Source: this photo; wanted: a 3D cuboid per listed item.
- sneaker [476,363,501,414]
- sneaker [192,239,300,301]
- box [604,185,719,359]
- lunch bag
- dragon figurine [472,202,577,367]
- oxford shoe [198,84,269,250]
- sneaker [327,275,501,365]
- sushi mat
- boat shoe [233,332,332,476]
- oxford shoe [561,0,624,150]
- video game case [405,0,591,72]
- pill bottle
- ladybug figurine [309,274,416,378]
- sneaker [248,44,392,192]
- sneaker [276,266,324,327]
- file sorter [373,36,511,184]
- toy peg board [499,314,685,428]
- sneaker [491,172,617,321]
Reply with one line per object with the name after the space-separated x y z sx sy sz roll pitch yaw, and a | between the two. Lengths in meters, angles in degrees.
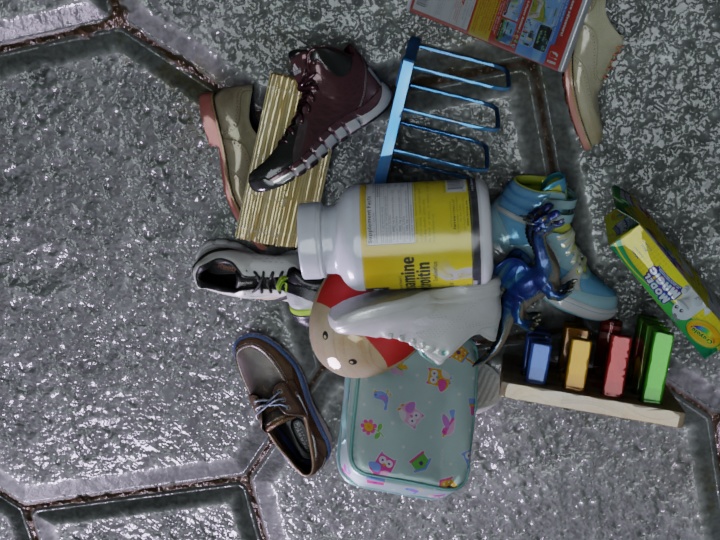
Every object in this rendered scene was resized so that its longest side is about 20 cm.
0.071 0.159 1.512 0.199 0.105 0.076 -5 68 -15 | sneaker
-0.111 0.012 1.479 0.199 0.080 0.074 5 108 6 | sneaker
0.341 -0.003 1.379 0.048 0.117 0.200 -37 100 18 | box
0.052 0.158 1.410 0.159 0.077 0.201 9 67 -6 | lunch bag
0.175 0.013 1.369 0.099 0.059 0.200 44 115 1 | dragon figurine
-0.128 -0.122 1.440 0.074 0.071 0.201 -16 108 7 | oxford shoe
0.064 0.061 1.299 0.199 0.075 0.089 -9 101 -19 | sneaker
-0.082 -0.126 1.421 0.095 0.012 0.201 8 102 -24 | sushi mat
-0.099 0.171 1.536 0.072 0.072 0.200 -30 102 17 | boat shoe
0.257 -0.232 1.337 0.073 0.071 0.201 -7 108 9 | oxford shoe
0.156 -0.317 1.314 0.199 0.017 0.144 27 113 22 | video game case
0.037 -0.036 1.273 0.199 0.112 0.113 -3 109 4 | pill bottle
0.027 0.030 1.366 0.136 0.072 0.200 39 73 2 | ladybug figurine
-0.068 -0.184 1.372 0.200 0.076 0.116 -39 108 -16 | sneaker
0.000 0.000 1.429 0.199 0.072 0.083 -21 111 -11 | sneaker
0.086 -0.141 1.363 0.122 0.139 0.201 13 111 0 | file sorter
0.266 0.097 1.395 0.198 0.200 0.098 10 96 6 | toy peg board
0.236 -0.035 1.406 0.199 0.080 0.131 30 113 -3 | sneaker
